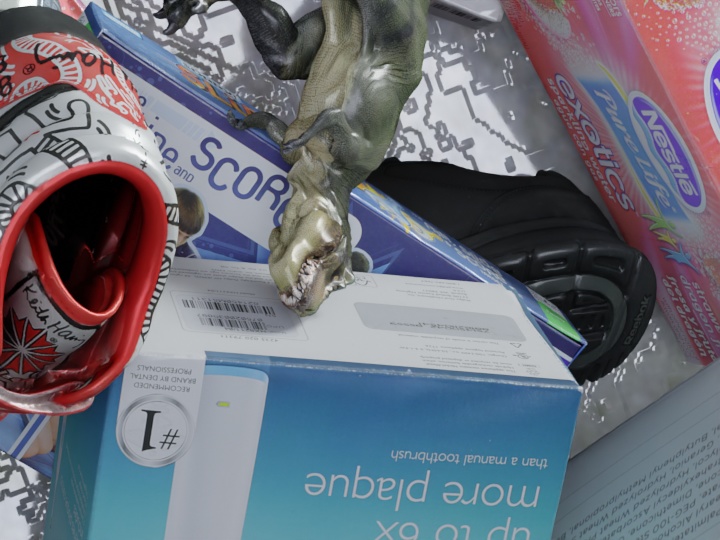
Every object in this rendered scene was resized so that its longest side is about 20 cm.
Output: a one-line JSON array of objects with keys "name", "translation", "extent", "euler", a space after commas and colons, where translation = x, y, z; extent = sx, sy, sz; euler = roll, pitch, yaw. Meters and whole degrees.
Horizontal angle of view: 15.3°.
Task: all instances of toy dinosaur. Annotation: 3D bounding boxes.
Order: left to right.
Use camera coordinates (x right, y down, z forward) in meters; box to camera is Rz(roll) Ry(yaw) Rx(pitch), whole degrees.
[{"name": "toy dinosaur", "translation": [-0.006, -0.085, 0.831], "extent": [0.088, 0.047, 0.201], "euler": [36, 68, -26]}]

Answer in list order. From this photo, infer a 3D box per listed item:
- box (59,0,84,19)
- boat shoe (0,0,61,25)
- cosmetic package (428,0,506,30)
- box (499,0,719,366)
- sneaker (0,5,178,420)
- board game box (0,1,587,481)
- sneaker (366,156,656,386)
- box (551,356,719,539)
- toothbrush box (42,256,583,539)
[{"name": "box", "translation": [-0.166, -0.097, 0.916], "extent": [0.102, 0.095, 0.200], "euler": [-40, 95, -5]}, {"name": "boat shoe", "translation": [-0.191, -0.075, 0.828], "extent": [0.199, 0.070, 0.072], "euler": [-8, 49, -3]}, {"name": "cosmetic package", "translation": [-0.034, -0.158, 0.964], "extent": [0.199, 0.051, 0.083], "euler": [19, 90, -8]}, {"name": "box", "translation": [0.131, -0.069, 0.938], "extent": [0.102, 0.095, 0.201], "euler": [-33, 107, -16]}, {"name": "sneaker", "translation": [-0.126, 0.026, 0.775], "extent": [0.067, 0.108, 0.202], "euler": [28, 104, -33]}, {"name": "board game box", "translation": [-0.043, 0.023, 0.877], "extent": [0.200, 0.034, 0.136], "euler": [33, 100, -22]}, {"name": "sneaker", "translation": [0.000, 0.000, 0.950], "extent": [0.199, 0.091, 0.076], "euler": [1, 123, -15]}, {"name": "box", "translation": [0.180, 0.128, 0.891], "extent": [0.199, 0.131, 0.200], "euler": [38, 128, -18]}, {"name": "toothbrush box", "translation": [-0.026, 0.105, 0.848], "extent": [0.145, 0.085, 0.201], "euler": [6, 111, -15]}]
